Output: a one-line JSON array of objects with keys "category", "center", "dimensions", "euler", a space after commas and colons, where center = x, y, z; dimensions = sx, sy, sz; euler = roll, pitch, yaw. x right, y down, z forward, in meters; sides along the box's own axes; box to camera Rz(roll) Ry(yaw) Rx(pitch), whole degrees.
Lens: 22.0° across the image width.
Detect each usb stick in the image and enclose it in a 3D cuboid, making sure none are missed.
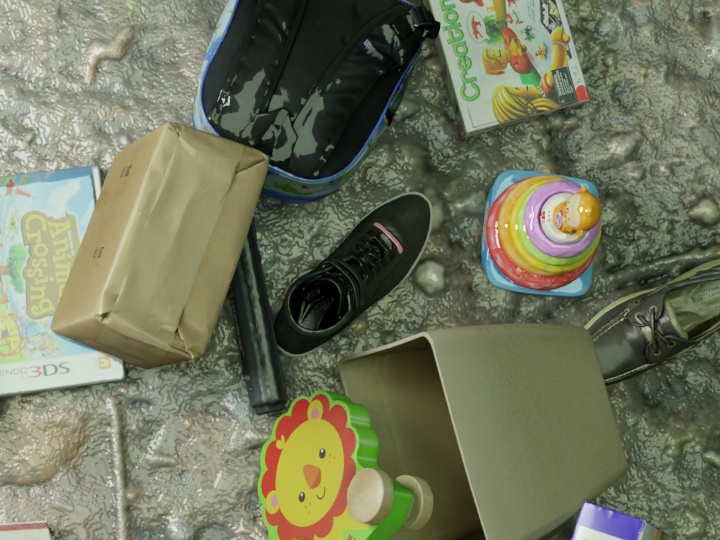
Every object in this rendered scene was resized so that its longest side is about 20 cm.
[{"category": "usb stick", "center": [-0.102, 0.032, 1.702], "dimensions": [0.032, 0.055, 0.202], "euler": [-10, 86, -24]}]

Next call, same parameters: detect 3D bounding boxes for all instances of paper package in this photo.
[{"category": "paper package", "center": [-0.176, -0.018, 1.611], "dimensions": [0.103, 0.200, 0.192], "euler": [23, 76, -16]}]

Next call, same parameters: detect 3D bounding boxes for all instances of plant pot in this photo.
[{"category": "plant pot", "center": [0.119, 0.145, 1.654], "dimensions": [0.176, 0.200, 0.201], "euler": [-13, 86, -26]}]

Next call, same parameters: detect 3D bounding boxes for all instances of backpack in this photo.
[{"category": "backpack", "center": [-0.056, -0.167, 1.677], "dimensions": [0.182, 0.147, 0.201], "euler": [27, 73, -6]}]

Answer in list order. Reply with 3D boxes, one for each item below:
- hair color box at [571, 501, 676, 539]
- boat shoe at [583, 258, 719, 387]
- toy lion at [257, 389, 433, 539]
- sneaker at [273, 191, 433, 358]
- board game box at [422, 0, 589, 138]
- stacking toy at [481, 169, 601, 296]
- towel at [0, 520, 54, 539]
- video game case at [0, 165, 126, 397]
[{"category": "hair color box", "center": [0.233, 0.278, 1.646], "dimensions": [0.064, 0.200, 0.110], "euler": [16, 82, 23]}, {"category": "boat shoe", "center": [0.285, 0.046, 1.742], "dimensions": [0.199, 0.065, 0.073], "euler": [-32, 91, -8]}, {"category": "toy lion", "center": [-0.034, 0.216, 1.641], "dimensions": [0.068, 0.191, 0.201], "euler": [14, 100, -41]}, {"category": "sneaker", "center": [0.000, 0.000, 1.695], "dimensions": [0.071, 0.099, 0.200], "euler": [45, 80, 1]}, {"category": "board game box", "center": [0.130, -0.240, 1.765], "dimensions": [0.125, 0.035, 0.201], "euler": [-16, 87, -8]}, {"category": "stacking toy", "center": [0.179, -0.042, 1.669], "dimensions": [0.109, 0.200, 0.117], "euler": [7, 85, -6]}, {"category": "towel", "center": [-0.341, 0.330, 1.662], "dimensions": [0.143, 0.023, 0.202], "euler": [-3, 83, -5]}, {"category": "video game case", "center": [-0.316, 0.013, 1.693], "dimensions": [0.181, 0.022, 0.202], "euler": [-7, 85, -8]}]
